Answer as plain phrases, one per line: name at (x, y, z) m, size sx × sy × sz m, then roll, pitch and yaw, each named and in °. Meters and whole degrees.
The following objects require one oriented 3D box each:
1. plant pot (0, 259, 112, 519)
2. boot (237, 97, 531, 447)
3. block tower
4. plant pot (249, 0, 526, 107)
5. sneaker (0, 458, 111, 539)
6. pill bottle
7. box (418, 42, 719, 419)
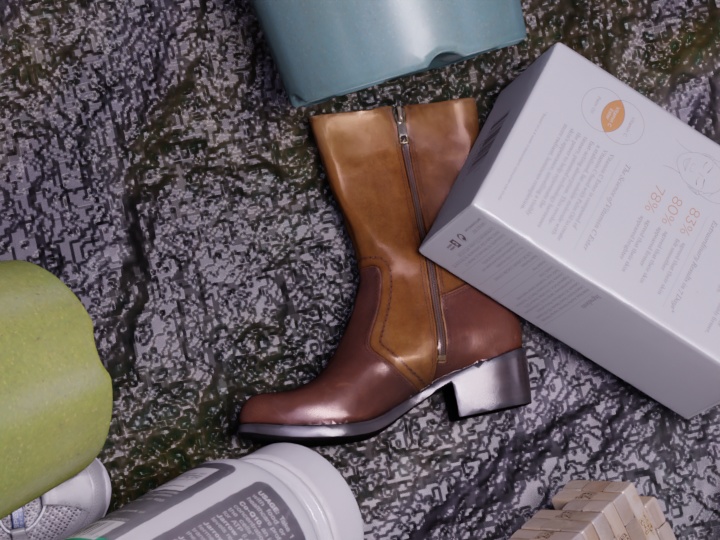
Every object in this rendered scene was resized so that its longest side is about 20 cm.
plant pot at (-0.244, 0.078, 1.584) m, size 0.184 × 0.200 × 0.201 m, roll -19°, pitch 84°, yaw -45°
boot at (0.000, 0.000, 1.733) m, size 0.188 × 0.068 × 0.200 m, roll -12°, pitch 84°, yaw -7°
block tower at (0.095, 0.195, 1.658) m, size 0.200 × 0.058 × 0.054 m, roll -40°, pitch 112°, yaw -34°
plant pot at (0.002, -0.209, 1.705) m, size 0.200 × 0.200 × 0.196 m, roll -16°, pitch 93°, yaw -8°
sneaker at (-0.243, 0.150, 1.682) m, size 0.200 × 0.082 × 0.075 m, roll -14°, pitch 85°, yaw -7°
pill bottle at (-0.093, 0.175, 1.635) m, size 0.200 × 0.113 × 0.113 m, roll -26°, pitch 85°, yaw -48°
box at (0.158, -0.022, 1.714) m, size 0.200 × 0.097 × 0.125 m, roll 32°, pitch 67°, yaw -8°
